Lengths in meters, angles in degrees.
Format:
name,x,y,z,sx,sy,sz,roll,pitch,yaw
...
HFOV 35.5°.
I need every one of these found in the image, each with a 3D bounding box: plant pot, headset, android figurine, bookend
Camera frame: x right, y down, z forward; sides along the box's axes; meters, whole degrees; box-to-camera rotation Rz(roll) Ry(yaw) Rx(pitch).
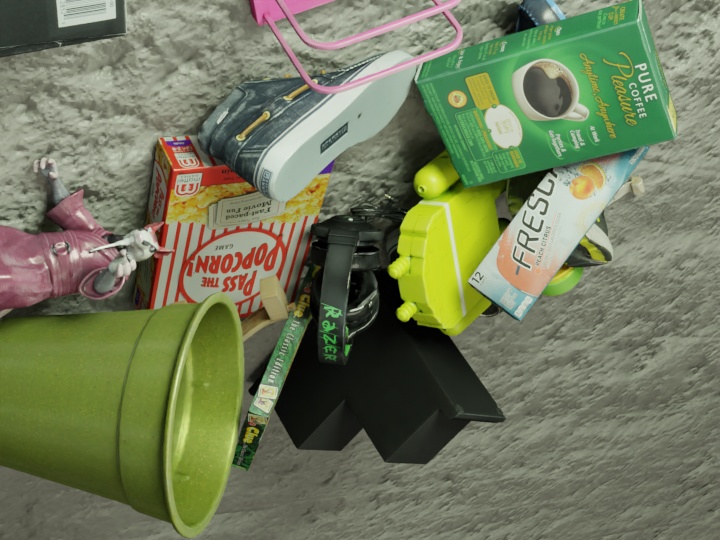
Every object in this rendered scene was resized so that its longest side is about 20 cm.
name,x,y,z,sx,sy,sz,roll,pitch,yaw
plant pot,-0.215,0.110,0.937,0.189,0.200,0.200,5,143,10
headset,0.000,0.000,1.030,0.094,0.200,0.124,5,128,3
android figurine,0.090,-0.023,1.097,0.200,0.041,0.182,-41,129,-42
bookend,0.012,0.138,1.181,0.199,0.200,0.092,-48,146,21

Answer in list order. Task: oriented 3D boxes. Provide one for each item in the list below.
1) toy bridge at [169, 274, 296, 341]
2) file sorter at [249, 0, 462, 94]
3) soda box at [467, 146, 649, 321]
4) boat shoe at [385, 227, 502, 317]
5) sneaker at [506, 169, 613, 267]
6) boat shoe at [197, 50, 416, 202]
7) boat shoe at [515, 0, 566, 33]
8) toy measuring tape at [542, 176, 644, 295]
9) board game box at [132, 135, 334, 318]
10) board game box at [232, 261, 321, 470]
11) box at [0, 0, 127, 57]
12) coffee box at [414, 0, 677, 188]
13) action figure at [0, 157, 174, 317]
name,x,y,z,sx,sy,sz,roll,pitch,yaw
toy bridge,-0.154,0.057,1.021,0.200,0.027,0.067,-14,134,8
file sorter,-0.004,-0.244,0.790,0.139,0.126,0.200,-22,143,-12
soda box,0.183,-0.050,1.051,0.200,0.064,0.068,-54,173,5
boat shoe,0.095,0.021,1.204,0.072,0.071,0.200,-25,145,34
sneaker,0.205,-0.077,1.173,0.074,0.085,0.200,-12,146,25
boat shoe,-0.042,-0.141,0.941,0.200,0.091,0.071,-41,154,-34
boat shoe,0.171,-0.170,1.039,0.069,0.084,0.200,-28,142,2
toy measuring tape,0.248,-0.028,1.270,0.200,0.074,0.074,-33,144,3
board game box,-0.118,-0.036,1.020,0.151,0.046,0.200,-9,139,-27
board game box,-0.075,0.085,1.083,0.023,0.200,0.105,20,140,1
box,-0.215,-0.240,0.657,0.132,0.115,0.200,-16,142,-22
coffee box,0.162,-0.149,0.974,0.200,0.044,0.123,-13,125,26
action figure,-0.246,0.002,0.902,0.200,0.134,0.149,-7,138,-24
